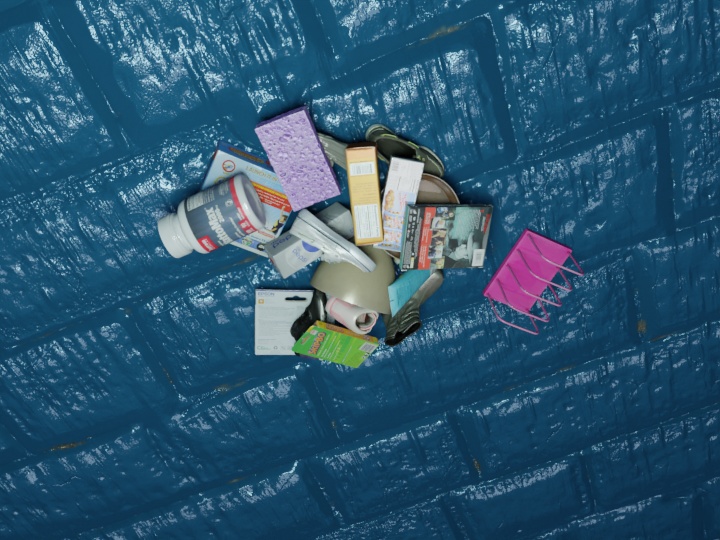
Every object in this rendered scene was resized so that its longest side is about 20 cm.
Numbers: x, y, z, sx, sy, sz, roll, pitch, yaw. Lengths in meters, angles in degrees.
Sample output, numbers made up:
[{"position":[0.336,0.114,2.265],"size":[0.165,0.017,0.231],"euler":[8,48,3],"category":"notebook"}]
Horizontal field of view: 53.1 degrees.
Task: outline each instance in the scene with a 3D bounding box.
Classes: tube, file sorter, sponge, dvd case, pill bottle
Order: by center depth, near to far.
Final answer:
[{"position":[-0.125,-0.224,1.472],"size":[0.110,0.030,0.202],"euler":[-17,122,11],"category":"sponge"},{"position":[-0.305,-0.104,1.476],"size":[0.198,0.120,0.120],"euler":[-23,123,8],"category":"pill bottle"},{"position":[0.186,-0.073,1.569],"size":[0.197,0.022,0.148],"euler":[-2,114,-15],"category":"dvd case"},{"position":[0.119,0.021,1.644],"size":[0.050,0.200,0.078],"euler":[6,122,34],"category":"tube"},{"position":[0.416,0.034,1.731],"size":[0.137,0.126,0.201],"euler":[20,118,-20],"category":"file sorter"}]

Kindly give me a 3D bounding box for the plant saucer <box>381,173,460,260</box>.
[{"position":[0.121,-0.118,1.581],"size":[0.197,0.035,0.203],"euler":[-2,110,-4],"category":"plant saucer"}]

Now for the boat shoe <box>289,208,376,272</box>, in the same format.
[{"position":[-0.061,-0.046,1.523],"size":[0.199,0.074,0.067],"euler":[37,89,3],"category":"boat shoe"}]

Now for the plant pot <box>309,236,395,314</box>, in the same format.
[{"position":[0.000,0.000,1.630],"size":[0.198,0.200,0.136],"euler":[19,93,-19],"category":"plant pot"}]

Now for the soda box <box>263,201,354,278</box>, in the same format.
[{"position":[-0.108,-0.069,1.586],"size":[0.199,0.068,0.064],"euler":[-32,124,-12],"category":"soda box"}]

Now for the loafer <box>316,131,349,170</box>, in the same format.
[{"position":[-0.067,-0.245,1.512],"size":[0.198,0.070,0.071],"euler":[18,99,-19],"category":"loafer"}]

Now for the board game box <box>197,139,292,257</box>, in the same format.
[{"position":[-0.251,-0.151,1.559],"size":[0.198,0.056,0.197],"euler":[21,117,-20],"category":"board game box"}]

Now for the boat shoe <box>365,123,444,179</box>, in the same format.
[{"position":[0.100,-0.241,1.546],"size":[0.200,0.061,0.072],"euler":[27,114,-23],"category":"boat shoe"}]

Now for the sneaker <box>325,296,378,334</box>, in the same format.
[{"position":[0.009,0.113,1.692],"size":[0.200,0.104,0.076],"euler":[23,95,-58],"category":"sneaker"}]

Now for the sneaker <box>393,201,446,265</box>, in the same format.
[{"position":[0.140,-0.097,1.648],"size":[0.076,0.076,0.200],"euler":[38,102,-17],"category":"sneaker"}]

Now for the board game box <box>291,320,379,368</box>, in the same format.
[{"position":[-0.060,0.173,1.682],"size":[0.198,0.030,0.096],"euler":[18,127,-37],"category":"board game box"}]

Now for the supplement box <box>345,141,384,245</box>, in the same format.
[{"position":[0.010,-0.158,1.487],"size":[0.068,0.067,0.203],"euler":[-2,109,5],"category":"supplement box"}]

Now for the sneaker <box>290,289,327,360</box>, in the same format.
[{"position":[-0.124,0.132,1.701],"size":[0.086,0.076,0.202],"euler":[3,124,-2],"category":"sneaker"}]

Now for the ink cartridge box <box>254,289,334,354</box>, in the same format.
[{"position":[-0.159,0.119,1.754],"size":[0.193,0.044,0.202],"euler":[2,123,-7],"category":"ink cartridge box"}]

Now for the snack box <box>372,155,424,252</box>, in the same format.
[{"position":[0.079,-0.140,1.536],"size":[0.071,0.024,0.203],"euler":[9,111,-9],"category":"snack box"}]

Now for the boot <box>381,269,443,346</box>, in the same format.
[{"position":[0.133,0.093,1.726],"size":[0.200,0.131,0.068],"euler":[-41,120,18],"category":"boot"}]
